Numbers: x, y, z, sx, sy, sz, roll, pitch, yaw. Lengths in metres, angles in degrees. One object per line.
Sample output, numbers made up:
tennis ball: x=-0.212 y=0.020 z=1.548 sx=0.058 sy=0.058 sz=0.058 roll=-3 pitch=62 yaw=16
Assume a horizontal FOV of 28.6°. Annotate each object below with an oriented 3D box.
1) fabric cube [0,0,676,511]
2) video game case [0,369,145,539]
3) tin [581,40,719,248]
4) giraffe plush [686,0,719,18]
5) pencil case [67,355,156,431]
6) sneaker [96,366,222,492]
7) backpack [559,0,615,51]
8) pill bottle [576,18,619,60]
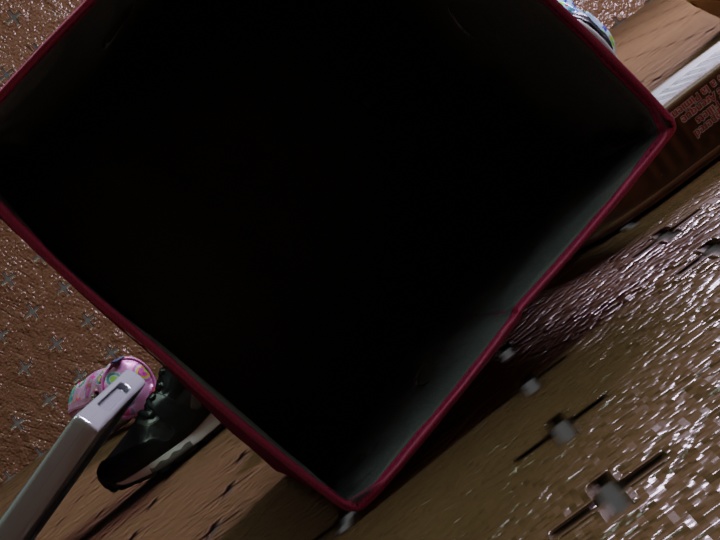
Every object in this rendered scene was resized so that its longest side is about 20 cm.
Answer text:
fabric cube: x=-0.029 y=-0.041 z=0.599 sx=0.200 sy=0.196 sz=0.199 roll=-49 pitch=6 yaw=-10
video game case: x=-0.237 y=0.171 z=1.037 sx=0.201 sy=0.023 sz=0.182 roll=-54 pitch=2 yaw=6
tin: x=0.169 y=-0.080 z=0.716 sx=0.199 sy=0.042 sz=0.112 roll=-37 pitch=0 yaw=-1
giraffe plush: x=0.314 y=-0.286 z=1.188 sx=0.163 sy=0.172 sz=0.200 roll=-60 pitch=0 yaw=36
pencil case: x=-0.332 y=0.168 z=1.876 sx=0.087 sy=0.088 sz=0.200 roll=-38 pitch=5 yaw=-26
sneaker: x=-0.132 y=0.082 z=1.077 sx=0.200 sy=0.088 sz=0.076 roll=-38 pitch=4 yaw=-20
backpack: x=0.214 y=-0.238 z=1.594 sx=0.163 sy=0.154 sz=0.200 roll=-42 pitch=-12 yaw=24
pill bottle: x=0.088 y=-0.090 z=0.981 sx=0.114 sy=0.114 sz=0.200 roll=-38 pitch=4 yaw=-28
